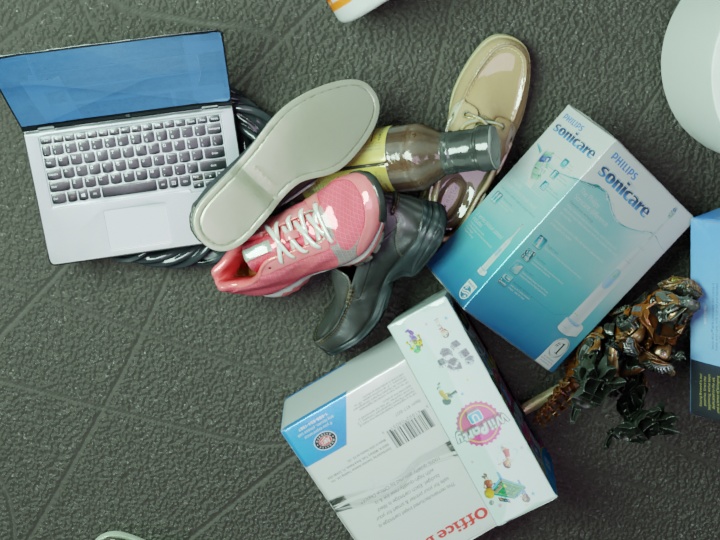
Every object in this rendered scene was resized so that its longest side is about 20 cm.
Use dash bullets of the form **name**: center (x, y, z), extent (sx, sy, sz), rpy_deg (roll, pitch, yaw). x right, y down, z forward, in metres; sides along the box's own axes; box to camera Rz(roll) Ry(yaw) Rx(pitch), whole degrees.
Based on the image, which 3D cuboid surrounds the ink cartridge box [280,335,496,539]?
- **ink cartridge box**: center (0.034, 0.187, 1.067), extent (0.146, 0.084, 0.200), rpy_deg (-30, 105, 6)

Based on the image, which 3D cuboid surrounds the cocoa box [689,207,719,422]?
- **cocoa box**: center (0.397, 0.040, 0.999), extent (0.133, 0.131, 0.200), rpy_deg (-17, 110, -40)

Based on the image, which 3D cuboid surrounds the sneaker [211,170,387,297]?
- **sneaker**: center (-0.057, -0.021, 0.943), extent (0.200, 0.087, 0.074), rpy_deg (-33, 76, 41)

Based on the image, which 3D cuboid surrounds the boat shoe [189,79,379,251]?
- **boat shoe**: center (-0.070, -0.096, 0.933), extent (0.200, 0.063, 0.073), rpy_deg (-43, 106, -9)

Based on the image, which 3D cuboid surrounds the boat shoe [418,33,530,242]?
- **boat shoe**: center (0.111, -0.121, 0.999), extent (0.071, 0.065, 0.200), rpy_deg (17, 104, -7)

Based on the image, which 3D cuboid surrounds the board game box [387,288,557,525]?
- **board game box**: center (0.105, 0.118, 0.994), extent (0.064, 0.148, 0.200), rpy_deg (-29, 89, 8)

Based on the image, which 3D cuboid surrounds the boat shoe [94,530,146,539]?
- **boat shoe**: center (-0.184, 0.325, 1.101), extent (0.201, 0.061, 0.072), rpy_deg (16, 93, -8)

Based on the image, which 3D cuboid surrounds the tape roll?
- **tape roll**: center (0.389, -0.188, 0.958), extent (0.202, 0.139, 0.203), rpy_deg (-1, 104, -3)

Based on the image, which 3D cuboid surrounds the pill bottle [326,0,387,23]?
- **pill bottle**: center (-0.021, -0.325, 0.914), extent (0.114, 0.114, 0.200), rpy_deg (-31, 104, 5)

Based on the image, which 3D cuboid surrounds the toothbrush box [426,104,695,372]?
- **toothbrush box**: center (0.186, -0.027, 0.992), extent (0.146, 0.085, 0.200), rpy_deg (33, 103, -36)

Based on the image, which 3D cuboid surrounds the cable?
- **cable**: center (-0.165, -0.084, 1.010), extent (0.163, 0.051, 0.200), rpy_deg (38, 97, -16)

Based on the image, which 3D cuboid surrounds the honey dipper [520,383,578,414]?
- **honey dipper**: center (0.206, 0.119, 1.086), extent (0.200, 0.038, 0.038), rpy_deg (-30, 104, 1)

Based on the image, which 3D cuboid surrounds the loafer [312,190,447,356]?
- **loafer**: center (0.000, 0.000, 1.002), extent (0.072, 0.073, 0.200), rpy_deg (24, 123, -18)

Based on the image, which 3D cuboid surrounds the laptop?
- **laptop**: center (-0.197, -0.098, 0.914), extent (0.187, 0.116, 0.200), rpy_deg (-8, 107, -5)

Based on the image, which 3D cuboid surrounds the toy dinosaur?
- **toy dinosaur**: center (0.245, 0.092, 1.007), extent (0.102, 0.136, 0.200), rpy_deg (17, 127, -4)

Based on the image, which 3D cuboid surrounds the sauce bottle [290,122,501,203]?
- **sauce bottle**: center (0.026, -0.098, 0.967), extent (0.200, 0.065, 0.065), rpy_deg (-3, 106, 22)
